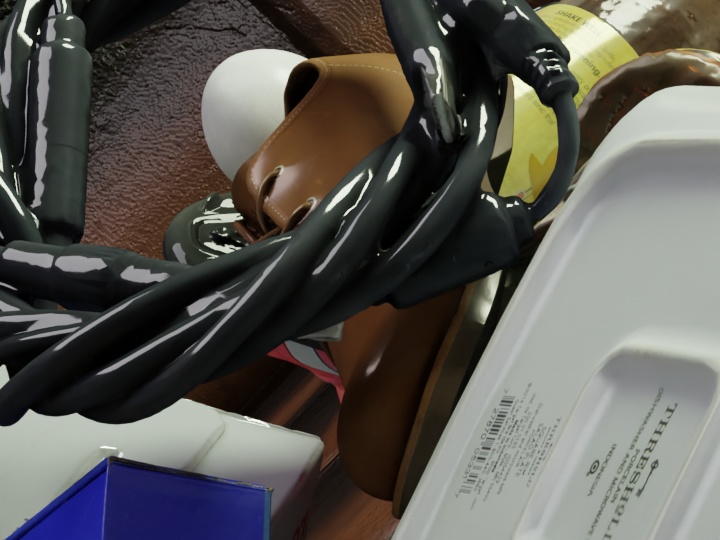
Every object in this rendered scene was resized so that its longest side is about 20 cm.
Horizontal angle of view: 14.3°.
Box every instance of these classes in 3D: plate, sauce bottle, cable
[{"bbox_3d":[0.060,0.045,0.559,0.200,0.032,0.200,-64,23,-9],"label":"plate"},{"bbox_3d":[0.120,-0.028,0.879,0.066,0.066,0.200,-46,-16,14],"label":"sauce bottle"},{"bbox_3d":[-0.037,-0.034,0.709,0.163,0.051,0.200,-35,37,-1],"label":"cable"},{"bbox_3d":[0.071,-0.054,0.911,0.200,0.065,0.065,-36,-1,-24],"label":"sauce bottle"}]

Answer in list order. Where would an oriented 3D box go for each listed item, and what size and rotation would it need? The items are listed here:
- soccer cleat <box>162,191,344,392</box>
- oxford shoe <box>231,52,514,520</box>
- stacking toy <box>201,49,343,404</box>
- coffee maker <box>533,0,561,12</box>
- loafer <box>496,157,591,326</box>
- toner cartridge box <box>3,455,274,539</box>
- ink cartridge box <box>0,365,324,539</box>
[{"bbox_3d":[0.030,0.029,0.831,0.073,0.199,0.068,-61,29,34],"label":"soccer cleat"},{"bbox_3d":[0.000,0.000,0.724,0.200,0.071,0.072,-90,16,-65],"label":"oxford shoe"},{"bbox_3d":[0.020,0.006,0.963,0.146,0.200,0.146,-47,2,2],"label":"stacking toy"},{"bbox_3d":[0.135,-0.064,1.183,0.200,0.135,0.192,-48,21,0],"label":"coffee maker"},{"bbox_3d":[0.090,-0.016,0.690,0.072,0.063,0.200,-21,8,-27],"label":"loafer"},{"bbox_3d":[-0.060,0.152,0.645,0.095,0.043,0.201,141,136,-58],"label":"toner cartridge box"},{"bbox_3d":[-0.111,0.143,0.834,0.147,0.145,0.201,-53,-23,-66],"label":"ink cartridge box"}]
